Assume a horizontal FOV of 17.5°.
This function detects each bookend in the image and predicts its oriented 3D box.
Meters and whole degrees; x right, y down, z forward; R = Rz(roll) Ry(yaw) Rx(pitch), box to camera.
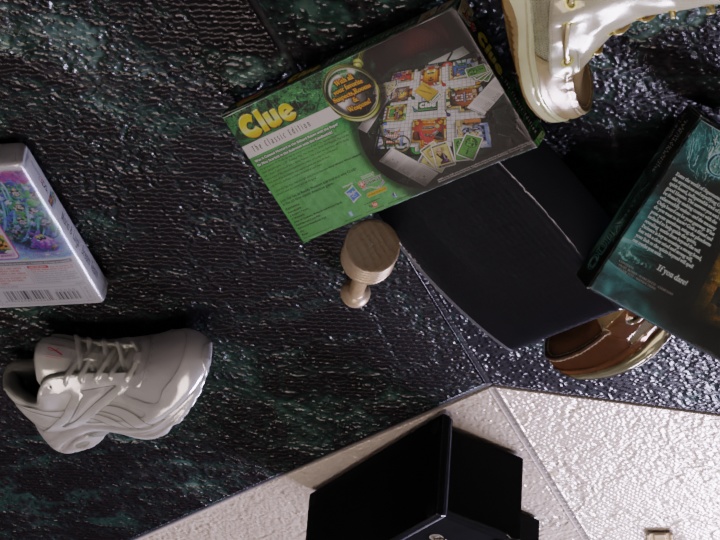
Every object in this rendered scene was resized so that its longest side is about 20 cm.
[{"bbox_3d":[0.086,0.226,1.963,0.199,0.093,0.198,23,144,-28],"label":"bookend"}]

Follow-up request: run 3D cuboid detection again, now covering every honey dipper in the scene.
[{"bbox_3d":[0.000,0.000,1.621,0.038,0.038,0.200,8,170,-3],"label":"honey dipper"}]

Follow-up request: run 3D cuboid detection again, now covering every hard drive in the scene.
[{"bbox_3d":[0.087,-0.031,1.556,0.134,0.043,0.200,-22,122,37],"label":"hard drive"}]

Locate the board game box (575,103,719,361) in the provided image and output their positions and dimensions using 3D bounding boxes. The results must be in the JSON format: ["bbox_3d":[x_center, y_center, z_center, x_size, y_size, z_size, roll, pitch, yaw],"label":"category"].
[{"bbox_3d":[0.258,-0.005,1.539,0.199,0.028,0.136,28,102,-22],"label":"board game box"}]

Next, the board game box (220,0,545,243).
[{"bbox_3d":[0.012,-0.093,1.489,0.199,0.023,0.105,-21,112,36],"label":"board game box"}]

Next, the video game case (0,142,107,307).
[{"bbox_3d":[-0.304,-0.028,1.687,0.198,0.024,0.182,-2,147,14],"label":"video game case"}]

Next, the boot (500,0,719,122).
[{"bbox_3d":[0.162,-0.159,1.360,0.153,0.073,0.201,-5,146,11],"label":"boot"}]

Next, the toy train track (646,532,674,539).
[{"bbox_3d":[0.310,0.269,2.052,0.198,0.033,0.115,-3,147,12],"label":"toy train track"}]

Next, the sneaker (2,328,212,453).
[{"bbox_3d":[-0.202,0.083,1.800,0.199,0.078,0.099,-22,136,35],"label":"sneaker"}]

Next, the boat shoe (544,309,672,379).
[{"bbox_3d":[0.198,0.005,1.622,0.074,0.076,0.200,32,132,-28],"label":"boat shoe"}]
